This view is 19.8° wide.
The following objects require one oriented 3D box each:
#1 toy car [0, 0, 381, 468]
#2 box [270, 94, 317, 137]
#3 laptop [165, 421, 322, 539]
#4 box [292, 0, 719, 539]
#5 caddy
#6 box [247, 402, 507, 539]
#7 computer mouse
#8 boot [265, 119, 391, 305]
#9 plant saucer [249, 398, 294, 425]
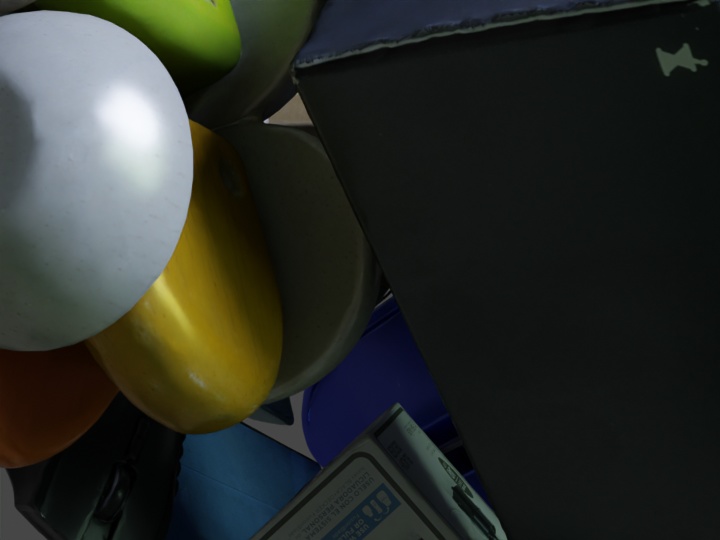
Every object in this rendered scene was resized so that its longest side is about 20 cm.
[{"bbox_3d":[-0.092,-0.043,0.575,0.175,0.149,0.201,25,51,-62],"label":"toy car"},{"bbox_3d":[0.022,-0.036,0.852,0.163,0.199,0.021,41,53,-59],"label":"box"},{"bbox_3d":[0.007,0.135,0.748,0.187,0.199,0.117,37,74,-61],"label":"laptop"},{"bbox_3d":[0.095,-0.046,0.618,0.201,0.123,0.197,64,31,-32],"label":"box"},{"bbox_3d":[0.063,0.068,0.865,0.104,0.200,0.142,-12,77,-32],"label":"caddy"},{"bbox_3d":[0.052,0.142,0.685,0.200,0.060,0.117,48,6,2],"label":"box"},{"bbox_3d":[-0.083,0.090,0.626,0.059,0.034,0.201,36,33,-27],"label":"computer mouse"},{"bbox_3d":[0.000,0.000,0.757,0.075,0.198,0.098,120,-26,-60],"label":"boot"},{"bbox_3d":[-0.079,0.008,0.788,0.200,0.019,0.070,39,35,-62],"label":"plant saucer"}]
